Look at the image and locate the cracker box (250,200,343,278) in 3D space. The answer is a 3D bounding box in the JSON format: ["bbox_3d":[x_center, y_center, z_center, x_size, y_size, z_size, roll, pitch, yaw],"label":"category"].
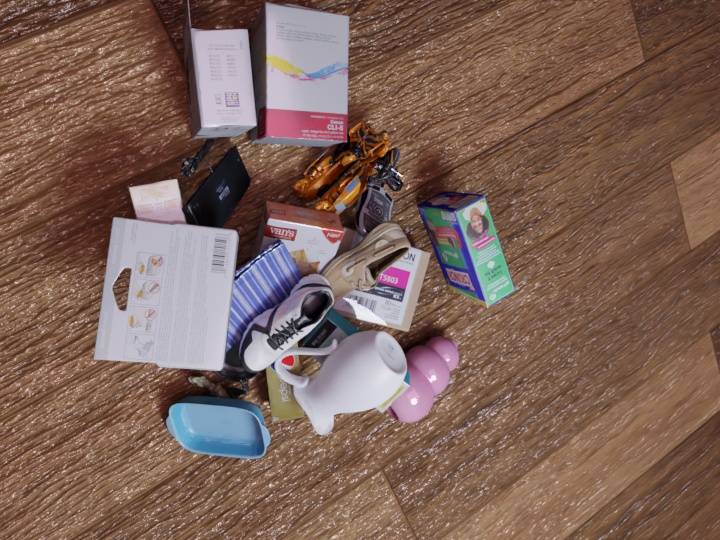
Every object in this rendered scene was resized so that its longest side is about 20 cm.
[{"bbox_3d":[-0.123,-0.015,0.933,0.132,0.058,0.202,8,126,-21],"label":"cracker box"}]

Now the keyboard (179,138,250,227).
[{"bbox_3d":[-0.238,-0.146,0.852,0.020,0.201,0.128,-7,126,17],"label":"keyboard"}]

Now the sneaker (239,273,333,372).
[{"bbox_3d":[-0.122,0.088,0.861,0.200,0.080,0.074,-48,111,-5],"label":"sneaker"}]

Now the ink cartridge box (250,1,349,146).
[{"bbox_3d":[-0.107,-0.320,0.894,0.142,0.145,0.204,-2,99,-21],"label":"ink cartridge box"}]

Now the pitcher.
[{"bbox_3d":[-0.037,0.169,0.891,0.199,0.122,0.172,-36,108,26],"label":"pitcher"}]

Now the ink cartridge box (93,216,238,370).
[{"bbox_3d":[-0.272,0.034,0.754,0.170,0.044,0.204,6,83,-9],"label":"ink cartridge box"}]

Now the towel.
[{"bbox_3d":[-0.181,0.051,0.853,0.199,0.024,0.145,-40,148,-12],"label":"towel"}]

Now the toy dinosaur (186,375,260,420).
[{"bbox_3d":[-0.231,0.248,0.978,0.087,0.048,0.201,-21,116,30],"label":"toy dinosaur"}]

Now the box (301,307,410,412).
[{"bbox_3d":[-0.007,0.167,0.976,0.199,0.049,0.082,41,109,-8],"label":"box"}]

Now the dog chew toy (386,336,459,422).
[{"bbox_3d":[0.126,0.215,1.086,0.199,0.124,0.125,-40,110,-20],"label":"dog chew toy"}]

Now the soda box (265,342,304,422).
[{"bbox_3d":[-0.145,0.176,0.970,0.063,0.068,0.203,-8,115,-12],"label":"soda box"}]

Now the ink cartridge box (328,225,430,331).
[{"bbox_3d":[0.021,0.015,1.034,0.197,0.075,0.168,14,94,-21],"label":"ink cartridge box"}]

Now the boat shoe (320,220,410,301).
[{"bbox_3d":[0.000,0.000,0.915,0.200,0.065,0.071,-43,147,17],"label":"boat shoe"}]

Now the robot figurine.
[{"bbox_3d":[-0.024,-0.185,0.955,0.200,0.145,0.058,-44,148,1],"label":"robot figurine"}]

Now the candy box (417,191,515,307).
[{"bbox_3d":[0.207,-0.047,1.045,0.076,0.169,0.202,-28,107,-11],"label":"candy box"}]

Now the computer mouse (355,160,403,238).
[{"bbox_3d":[0.024,-0.131,0.993,0.109,0.044,0.203,33,53,-28],"label":"computer mouse"}]

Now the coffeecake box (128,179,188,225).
[{"bbox_3d":[-0.310,-0.041,0.854,0.072,0.153,0.204,-13,103,-18],"label":"coffeecake box"}]

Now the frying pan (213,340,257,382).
[{"bbox_3d":[-0.234,0.117,0.945,0.113,0.031,0.193,-2,114,8],"label":"frying pan"}]

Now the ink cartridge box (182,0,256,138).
[{"bbox_3d":[-0.225,-0.305,0.820,0.082,0.200,0.179,-8,102,-20],"label":"ink cartridge box"}]

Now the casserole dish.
[{"bbox_3d":[-0.250,0.276,0.943,0.196,0.039,0.123,1,118,11],"label":"casserole dish"}]
